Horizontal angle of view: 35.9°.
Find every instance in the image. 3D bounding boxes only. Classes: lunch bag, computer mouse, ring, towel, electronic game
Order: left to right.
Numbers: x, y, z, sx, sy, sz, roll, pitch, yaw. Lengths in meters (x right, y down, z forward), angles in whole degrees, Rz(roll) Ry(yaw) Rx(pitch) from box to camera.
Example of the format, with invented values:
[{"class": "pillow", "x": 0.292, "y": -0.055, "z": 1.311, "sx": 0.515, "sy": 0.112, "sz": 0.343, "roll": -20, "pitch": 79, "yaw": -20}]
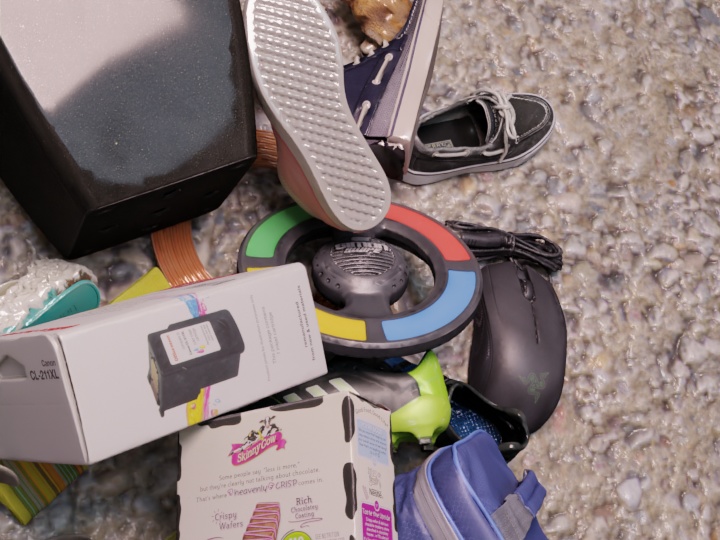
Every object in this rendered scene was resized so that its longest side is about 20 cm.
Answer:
[{"class": "towel", "x": -0.201, "y": 0.089, "z": 0.824, "sx": 0.200, "sy": 0.018, "sz": 0.087, "roll": -44, "pitch": 115, "yaw": -34}, {"class": "ring", "x": -0.083, "y": -0.028, "z": 0.943, "sx": 0.198, "sy": 0.019, "sz": 0.203, "roll": 10, "pitch": 63, "yaw": -21}, {"class": "electronic game", "x": 0.000, "y": 0.000, "z": 0.886, "sx": 0.197, "sy": 0.042, "sz": 0.201, "roll": 5, "pitch": 36, "yaw": -3}, {"class": "lunch bag", "x": 0.076, "y": 0.199, "z": 0.806, "sx": 0.131, "sy": 0.200, "sz": 0.137, "roll": -31, "pitch": 81, "yaw": 12}, {"class": "computer mouse", "x": 0.139, "y": 0.045, "z": 0.993, "sx": 0.137, "sy": 0.053, "sz": 0.203, "roll": 9, "pitch": 64, "yaw": -22}]

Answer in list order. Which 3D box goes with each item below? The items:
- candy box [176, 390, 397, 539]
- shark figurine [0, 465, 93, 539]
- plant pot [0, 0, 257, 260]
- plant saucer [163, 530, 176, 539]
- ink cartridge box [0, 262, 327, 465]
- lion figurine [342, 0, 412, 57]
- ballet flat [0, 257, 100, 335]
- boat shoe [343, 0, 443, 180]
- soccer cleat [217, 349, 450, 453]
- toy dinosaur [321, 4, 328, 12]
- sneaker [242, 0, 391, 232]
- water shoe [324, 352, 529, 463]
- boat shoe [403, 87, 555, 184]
[{"class": "candy box", "x": -0.046, "y": 0.188, "z": 0.687, "sx": 0.061, "sy": 0.135, "sz": 0.203, "roll": 31, "pitch": 51, "yaw": -55}, {"class": "shark figurine", "x": -0.266, "y": 0.167, "z": 0.705, "sx": 0.126, "sy": 0.216, "sz": 0.090, "roll": 3, "pitch": 50, "yaw": 14}, {"class": "plant pot", "x": -0.182, "y": -0.124, "z": 0.835, "sx": 0.198, "sy": 0.199, "sz": 0.179, "roll": -22, "pitch": 85, "yaw": -25}, {"class": "plant saucer", "x": -0.086, "y": 0.265, "z": 0.735, "sx": 0.031, "sy": 0.198, "sz": 0.203, "roll": 33, "pitch": 47, "yaw": -56}, {"class": "ink cartridge box", "x": -0.146, "y": 0.062, "z": 0.761, "sx": 0.199, "sy": 0.145, "sz": 0.084, "roll": -17, "pitch": 96, "yaw": -42}, {"class": "lion figurine", "x": -0.010, "y": -0.296, "z": 1.064, "sx": 0.122, "sy": 0.072, "sz": 0.202, "roll": 17, "pitch": 48, "yaw": -56}, {"class": "ballet flat", "x": -0.274, "y": 0.058, "z": 0.797, "sx": 0.072, "sy": 0.072, "sz": 0.200, "roll": 47, "pitch": 55, "yaw": 1}, {"class": "boat shoe", "x": 0.016, "y": -0.177, "z": 0.983, "sx": 0.091, "sy": 0.075, "sz": 0.202, "roll": 12, "pitch": 57, "yaw": 5}, {"class": "soccer cleat", "x": -0.030, "y": 0.104, "z": 0.853, "sx": 0.197, "sy": 0.068, "sz": 0.082, "roll": -6, "pitch": 71, "yaw": 0}, {"class": "toy dinosaur", "x": -0.080, "y": -0.206, "z": 1.001, "sx": 0.101, "sy": 0.058, "sz": 0.200, "roll": -40, "pitch": 87, "yaw": -32}, {"class": "sneaker", "x": -0.047, "y": -0.125, "z": 0.871, "sx": 0.075, "sy": 0.104, "sz": 0.202, "roll": -27, "pitch": 102, "yaw": -16}, {"class": "water shoe", "x": 0.047, "y": 0.101, "z": 0.908, "sx": 0.198, "sy": 0.079, "sz": 0.072, "roll": 23, "pitch": 59, "yaw": -14}, {"class": "boat shoe", "x": 0.118, "y": -0.139, "z": 1.056, "sx": 0.197, "sy": 0.068, "sz": 0.074, "roll": -13, "pitch": 74, "yaw": -29}]
